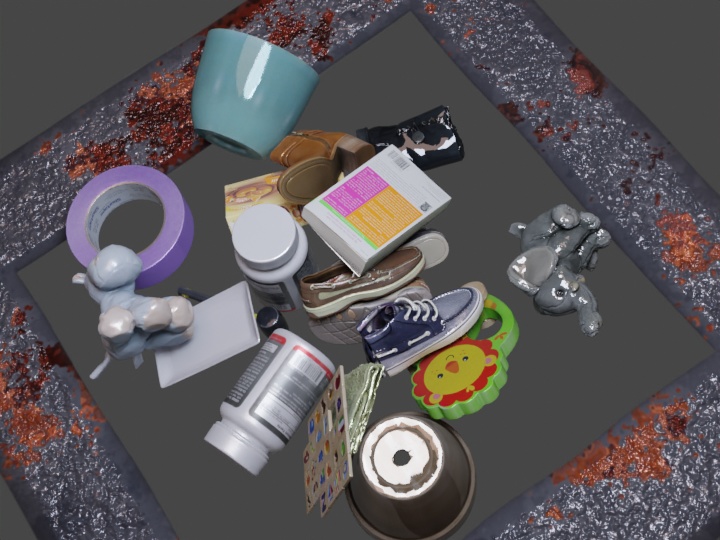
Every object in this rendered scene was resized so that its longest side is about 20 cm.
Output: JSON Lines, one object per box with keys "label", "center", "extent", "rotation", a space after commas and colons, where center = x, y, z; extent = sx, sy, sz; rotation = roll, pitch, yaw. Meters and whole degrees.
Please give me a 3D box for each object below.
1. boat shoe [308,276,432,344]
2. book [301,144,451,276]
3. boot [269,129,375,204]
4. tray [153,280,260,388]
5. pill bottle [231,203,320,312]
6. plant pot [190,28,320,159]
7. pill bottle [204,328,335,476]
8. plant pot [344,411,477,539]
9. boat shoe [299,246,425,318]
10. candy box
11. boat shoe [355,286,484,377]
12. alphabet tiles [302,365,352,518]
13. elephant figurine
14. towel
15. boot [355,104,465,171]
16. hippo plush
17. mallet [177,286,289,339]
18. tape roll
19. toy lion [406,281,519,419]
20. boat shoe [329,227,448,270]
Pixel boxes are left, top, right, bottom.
{"label": "boat shoe", "center": [0.016, 0.059, 1.741], "extent": [0.199, 0.076, 0.072], "rotation": [-13, 33, 8]}
{"label": "book", "center": [0.025, -0.098, 1.700], "extent": [0.134, 0.048, 0.200], "rotation": [45, 58, 14]}
{"label": "boot", "center": [-0.094, -0.168, 1.755], "extent": [0.154, 0.074, 0.200], "rotation": [20, 34, 39]}
{"label": "tray", "center": [-0.240, 0.103, 1.738], "extent": [0.200, 0.022, 0.108], "rotation": [-26, 65, 24]}
{"label": "pill bottle", "center": [-0.130, -0.020, 1.713], "extent": [0.114, 0.200, 0.114], "rotation": [-2, 68, 6]}
{"label": "plant pot", "center": [-0.187, -0.279, 1.835], "extent": [0.200, 0.201, 0.161], "rotation": [19, 83, 14]}
{"label": "pill bottle", "center": [-0.137, 0.198, 1.664], "extent": [0.114, 0.114, 0.200], "rotation": [31, 75, 18]}
{"label": "plant pot", "center": [0.065, 0.285, 1.581], "extent": [0.199, 0.174, 0.201], "rotation": [-2, 69, 6]}
{"label": "boat shoe", "center": [0.002, 0.003, 1.695], "extent": [0.202, 0.075, 0.075], "rotation": [-25, 31, -9]}
{"label": "candy box", "center": [-0.117, -0.116, 1.802], "extent": [0.199, 0.055, 0.116], "rotation": [-14, 32, 1]}
{"label": "boat shoe", "center": [0.087, 0.070, 1.625], "extent": [0.200, 0.093, 0.075], "rotation": [-36, 43, -7]}
{"label": "alphabet tiles", "center": [-0.049, 0.255, 1.554], "extent": [0.008, 0.200, 0.168], "rotation": [6, 53, -17]}
{"label": "elephant figurine", "center": [0.291, 0.010, 1.679], "extent": [0.141, 0.155, 0.200], "rotation": [26, 63, -7]}
{"label": "towel", "center": [-0.024, 0.210, 1.614], "extent": [0.036, 0.200, 0.149], "rotation": [24, 70, -9]}
{"label": "boot", "center": [0.090, -0.170, 1.813], "extent": [0.168, 0.076, 0.201], "rotation": [-14, 61, 5]}
{"label": "hippo plush", "center": [-0.350, 0.045, 1.719], "extent": [0.159, 0.200, 0.161], "rotation": [-12, 68, -24]}
{"label": "mallet", "center": [-0.203, 0.066, 1.782], "extent": [0.200, 0.066, 0.041], "rotation": [16, 69, 29]}
{"label": "tape roll", "center": [-0.380, -0.071, 1.839], "extent": [0.199, 0.066, 0.201], "rotation": [-2, 69, 6]}
{"label": "toy lion", "center": [0.154, 0.127, 1.642], "extent": [0.200, 0.069, 0.192], "rotation": [-38, 36, -9]}
{"label": "boat shoe", "center": [0.043, -0.019, 1.780], "extent": [0.199, 0.073, 0.063], "rotation": [-18, 24, 6]}
